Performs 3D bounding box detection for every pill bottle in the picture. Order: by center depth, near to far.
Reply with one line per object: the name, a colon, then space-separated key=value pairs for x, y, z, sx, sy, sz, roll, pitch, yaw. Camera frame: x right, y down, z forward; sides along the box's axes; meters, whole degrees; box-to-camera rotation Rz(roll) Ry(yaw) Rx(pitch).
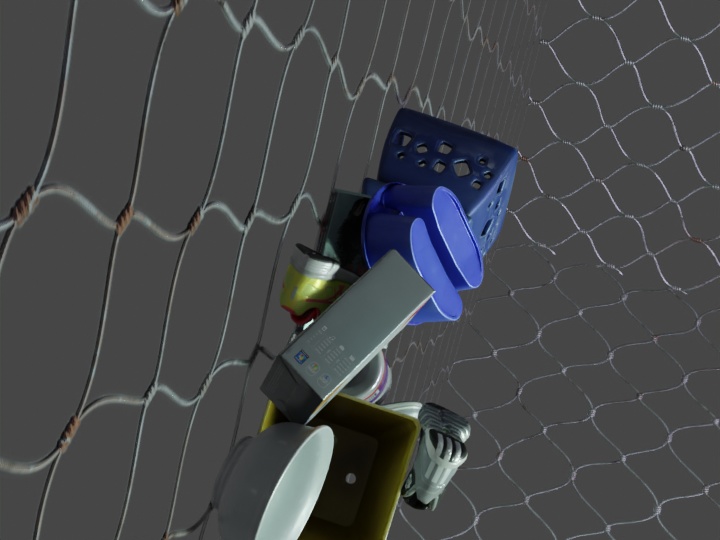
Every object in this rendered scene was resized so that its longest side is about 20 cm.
pill bottle: x=-0.011 y=0.155 z=1.927 sx=0.200 sy=0.110 sz=0.112 roll=65 pitch=43 yaw=-76

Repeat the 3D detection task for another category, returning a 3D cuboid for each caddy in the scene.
caddy: x=0.073 y=-0.021 z=1.688 sx=0.142 sy=0.104 sz=0.201 roll=-52 pitch=128 yaw=-36

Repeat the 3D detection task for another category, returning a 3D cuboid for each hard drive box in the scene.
hard drive box: x=-0.019 y=0.085 z=1.574 sx=0.200 sy=0.077 sz=0.156 roll=-44 pitch=175 yaw=-23

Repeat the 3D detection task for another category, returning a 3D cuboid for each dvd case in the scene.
dvd case: x=0.000 y=0.000 z=1.724 sx=0.022 sy=0.145 sz=0.202 roll=30 pitch=-73 yaw=55

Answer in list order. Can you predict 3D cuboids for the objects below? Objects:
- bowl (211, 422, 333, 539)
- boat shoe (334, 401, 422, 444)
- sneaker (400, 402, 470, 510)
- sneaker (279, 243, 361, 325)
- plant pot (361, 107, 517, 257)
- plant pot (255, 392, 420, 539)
bowl: x=-0.117 y=0.261 z=1.550 sx=0.202 sy=0.090 sz=0.202 roll=-57 pitch=161 yaw=-32
boat shoe: x=0.003 y=0.249 z=1.929 sx=0.074 sy=0.200 sz=0.065 roll=56 pitch=13 yaw=-76
sneaker: x=0.089 y=0.250 z=1.695 sx=0.200 sy=0.075 sz=0.116 roll=-54 pitch=170 yaw=-79
sneaker: x=-0.059 y=0.024 z=1.597 sx=0.091 sy=0.078 sz=0.200 roll=-65 pitch=164 yaw=0
plant pot: x=0.103 y=-0.092 z=1.928 sx=0.201 sy=0.199 sz=0.180 roll=95 pitch=22 yaw=-52
plant pot: x=-0.047 y=0.267 z=1.729 sx=0.176 sy=0.198 sz=0.202 roll=106 pitch=2 yaw=-82
